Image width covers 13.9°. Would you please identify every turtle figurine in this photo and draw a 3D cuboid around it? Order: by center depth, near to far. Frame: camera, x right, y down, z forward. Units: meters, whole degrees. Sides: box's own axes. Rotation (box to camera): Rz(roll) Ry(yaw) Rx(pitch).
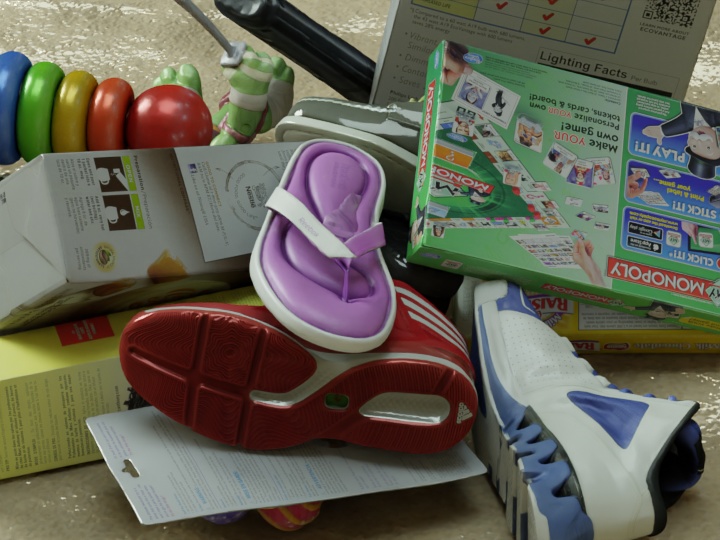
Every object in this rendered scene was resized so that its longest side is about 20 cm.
[{"bbox_3d":[-0.121,-0.120,1.911,0.144,0.200,0.194,-41,2,19],"label":"turtle figurine"}]

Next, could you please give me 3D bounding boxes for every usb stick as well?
[{"bbox_3d":[-0.034,-0.149,1.961,0.055,0.200,0.033,36,93,30],"label":"usb stick"}]

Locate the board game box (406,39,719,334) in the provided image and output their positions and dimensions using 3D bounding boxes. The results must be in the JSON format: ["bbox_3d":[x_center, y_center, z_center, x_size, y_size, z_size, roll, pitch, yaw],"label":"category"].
[{"bbox_3d":[0.130,-0.048,1.740,0.200,0.029,0.135,14,67,-15],"label":"board game box"}]

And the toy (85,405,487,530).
[{"bbox_3d":[-0.042,0.113,1.658,0.200,0.047,0.115,-10,29,-18],"label":"toy"}]

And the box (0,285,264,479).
[{"bbox_3d":[-0.147,0.067,1.715,0.200,0.075,0.050,-12,34,-11],"label":"box"}]

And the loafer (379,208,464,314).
[{"bbox_3d":[0.000,0.000,1.805,0.073,0.071,0.200,16,11,-18],"label":"loafer"}]

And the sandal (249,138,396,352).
[{"bbox_3d":[-0.019,-0.026,1.662,0.082,0.050,0.203,9,32,-9],"label":"sandal"}]

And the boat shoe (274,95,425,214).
[{"bbox_3d":[0.049,-0.070,1.796,0.202,0.072,0.060,17,64,9],"label":"boat shoe"}]

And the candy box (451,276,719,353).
[{"bbox_3d":[0.157,0.003,1.795,0.200,0.026,0.102,0,59,5],"label":"candy box"}]

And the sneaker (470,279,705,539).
[{"bbox_3d":[0.129,0.090,1.658,0.115,0.081,0.199,-6,40,-10],"label":"sneaker"}]

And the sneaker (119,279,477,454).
[{"bbox_3d":[-0.033,0.047,1.671,0.200,0.078,0.116,14,21,-2],"label":"sneaker"}]

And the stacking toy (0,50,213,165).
[{"bbox_3d":[-0.188,-0.097,1.799,0.200,0.085,0.085,6,34,5],"label":"stacking toy"}]

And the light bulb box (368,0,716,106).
[{"bbox_3d":[0.121,-0.175,1.905,0.198,0.200,0.125,13,34,-3],"label":"light bulb box"}]

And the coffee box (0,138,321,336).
[{"bbox_3d":[-0.122,-0.019,1.739,0.200,0.080,0.114,-5,-14,-37],"label":"coffee box"}]

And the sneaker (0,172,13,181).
[{"bbox_3d":[-0.250,-0.034,1.794,0.200,0.071,0.080,-20,77,-28],"label":"sneaker"}]
